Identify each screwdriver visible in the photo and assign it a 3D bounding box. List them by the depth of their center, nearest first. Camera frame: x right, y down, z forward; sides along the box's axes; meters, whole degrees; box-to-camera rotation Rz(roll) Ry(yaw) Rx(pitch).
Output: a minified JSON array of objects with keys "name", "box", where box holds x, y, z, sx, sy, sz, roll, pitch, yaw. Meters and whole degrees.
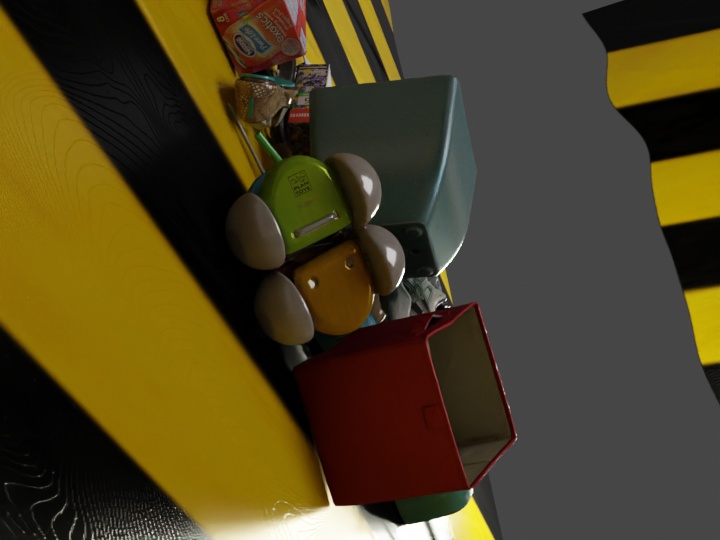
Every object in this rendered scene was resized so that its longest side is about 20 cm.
[{"name":"screwdriver","box":[-0.113,-0.118,1.385,0.028,0.029,0.201,-89,162,-59]}]

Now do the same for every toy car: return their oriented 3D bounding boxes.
[{"name":"toy car","box":[-0.061,-0.029,1.246,0.150,0.174,0.202,15,-51,60]}]

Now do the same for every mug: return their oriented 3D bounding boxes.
[{"name":"mug","box":[0.106,0.297,1.703,0.185,0.113,0.154,-44,118,-79]}]

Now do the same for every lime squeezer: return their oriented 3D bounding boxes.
[{"name":"lime squeezer","box":[-0.080,-0.107,1.436,0.071,0.037,0.200,61,-1,25]}]

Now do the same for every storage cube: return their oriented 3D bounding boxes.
[{"name":"storage cube","box":[0.055,0.157,1.335,0.171,0.178,0.202,-27,102,-61]}]

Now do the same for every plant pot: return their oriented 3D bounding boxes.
[{"name":"plant pot","box":[0.038,-0.100,1.452,0.197,0.194,0.202,70,21,-52]}]

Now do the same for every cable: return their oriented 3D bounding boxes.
[{"name":"cable","box":[-0.118,-0.245,1.585,0.097,0.050,0.202,90,5,-57]}]

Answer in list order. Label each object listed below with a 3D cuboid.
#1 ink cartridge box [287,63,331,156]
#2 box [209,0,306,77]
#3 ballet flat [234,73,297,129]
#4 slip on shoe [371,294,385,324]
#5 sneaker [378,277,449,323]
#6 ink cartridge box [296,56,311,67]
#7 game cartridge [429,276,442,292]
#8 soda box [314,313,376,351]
[{"name":"ink cartridge box","box":[-0.070,-0.185,1.585,0.110,0.050,0.201,84,9,-45]},{"name":"box","box":[-0.128,-0.349,1.465,0.201,0.095,0.100,-94,165,-51]},{"name":"ballet flat","box":[-0.122,-0.209,1.418,0.200,0.070,0.066,-44,143,-78]},{"name":"slip on shoe","box":[0.009,0.049,1.580,0.061,0.076,0.200,44,-5,23]},{"name":"sneaker","box":[0.072,0.036,1.506,0.076,0.087,0.201,101,-11,-48]},{"name":"ink cartridge box","box":[-0.071,-0.274,1.845,0.200,0.037,0.096,30,46,-79]},{"name":"game cartridge","box":[0.084,0.108,1.822,0.042,0.132,0.202,-58,132,-76]},{"name":"soda box","box":[-0.027,0.063,1.481,0.200,0.064,0.068,62,16,-54]}]
